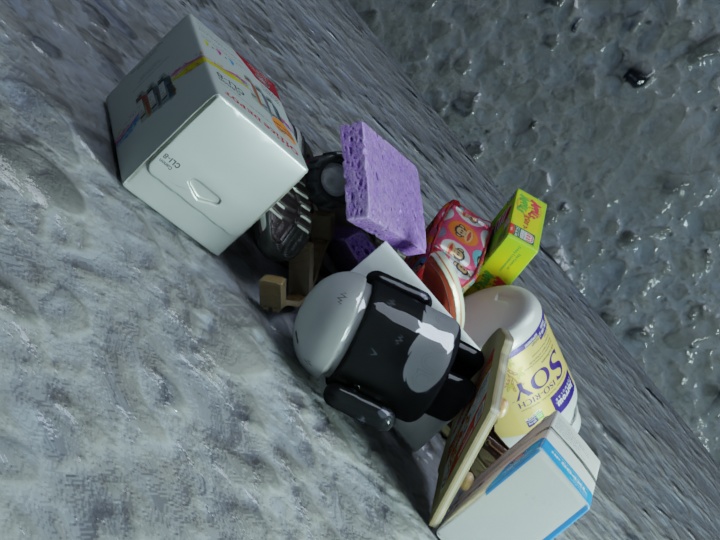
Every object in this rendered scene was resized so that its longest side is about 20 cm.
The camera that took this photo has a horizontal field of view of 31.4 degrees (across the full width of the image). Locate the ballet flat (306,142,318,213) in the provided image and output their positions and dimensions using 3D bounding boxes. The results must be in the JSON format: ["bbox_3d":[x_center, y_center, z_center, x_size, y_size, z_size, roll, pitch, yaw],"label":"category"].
[{"bbox_3d":[-0.088,-0.122,1.795,0.200,0.046,0.067,-96,163,-59],"label":"ballet flat"}]

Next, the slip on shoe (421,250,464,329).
[{"bbox_3d":[0.078,0.068,1.507,0.061,0.200,0.074,-9,39,-25],"label":"slip on shoe"}]

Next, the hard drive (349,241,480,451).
[{"bbox_3d":[0.044,0.085,1.442,0.200,0.132,0.027,49,-9,2],"label":"hard drive"}]

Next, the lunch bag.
[{"bbox_3d":[0.089,0.017,1.670,0.082,0.176,0.200,33,34,-3],"label":"lunch bag"}]

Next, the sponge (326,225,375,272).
[{"bbox_3d":[0.000,0.000,1.568,0.112,0.030,0.200,60,-7,-9],"label":"sponge"}]

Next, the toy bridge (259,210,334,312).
[{"bbox_3d":[-0.068,-0.001,1.450,0.027,0.067,0.200,9,27,14],"label":"toy bridge"}]

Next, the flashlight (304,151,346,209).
[{"bbox_3d":[-0.070,-0.102,1.561,0.068,0.068,0.200,35,-18,-21],"label":"flashlight"}]

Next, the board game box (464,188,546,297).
[{"bbox_3d":[0.172,-0.005,1.711,0.048,0.200,0.102,29,42,-8],"label":"board game box"}]

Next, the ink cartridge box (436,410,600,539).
[{"bbox_3d":[0.176,0.242,1.377,0.084,0.146,0.200,49,14,7],"label":"ink cartridge box"}]

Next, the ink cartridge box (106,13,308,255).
[{"bbox_3d":[-0.170,-0.149,1.389,0.145,0.145,0.200,38,18,-35],"label":"ink cartridge box"}]

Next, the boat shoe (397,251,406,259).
[{"bbox_3d":[0.087,0.060,1.793,0.201,0.061,0.072,49,42,10],"label":"boat shoe"}]

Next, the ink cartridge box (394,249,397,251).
[{"bbox_3d":[0.005,-0.046,1.754,0.037,0.095,0.200,3,31,-18],"label":"ink cartridge box"}]

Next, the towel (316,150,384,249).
[{"bbox_3d":[-0.024,-0.083,1.640,0.133,0.034,0.200,62,-14,-5],"label":"towel"}]

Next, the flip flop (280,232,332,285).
[{"bbox_3d":[-0.059,-0.021,1.560,0.200,0.058,0.081,45,14,-14],"label":"flip flop"}]

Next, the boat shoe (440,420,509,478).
[{"bbox_3d":[0.140,0.187,1.572,0.200,0.072,0.072,55,15,29],"label":"boat shoe"}]

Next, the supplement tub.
[{"bbox_3d":[0.194,0.136,1.651,0.145,0.145,0.200,-104,167,-63],"label":"supplement tub"}]

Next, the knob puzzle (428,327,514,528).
[{"bbox_3d":[0.128,0.147,1.337,0.030,0.220,0.220,21,16,-1],"label":"knob puzzle"}]

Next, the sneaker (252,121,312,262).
[{"bbox_3d":[-0.119,-0.075,1.457,0.076,0.115,0.200,39,38,-36],"label":"sneaker"}]

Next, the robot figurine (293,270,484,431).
[{"bbox_3d":[0.026,0.083,1.346,0.200,0.125,0.150,26,12,-7],"label":"robot figurine"}]

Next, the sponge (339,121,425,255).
[{"bbox_3d":[0.029,-0.091,1.488,0.200,0.030,0.112,28,54,-67],"label":"sponge"}]
